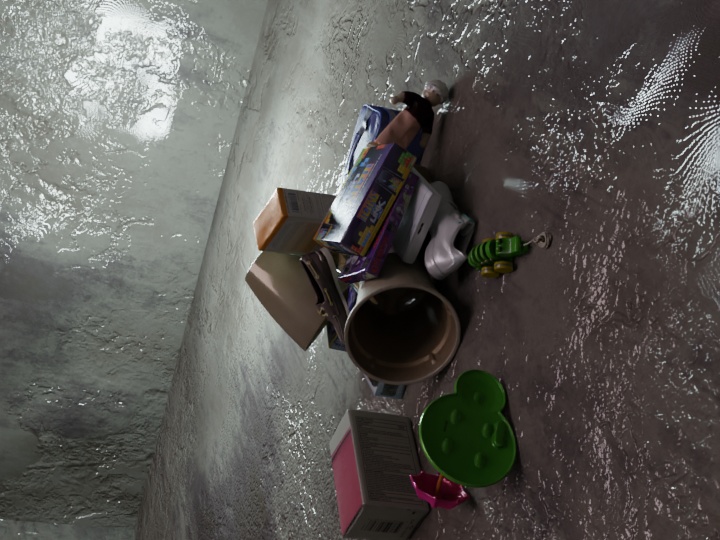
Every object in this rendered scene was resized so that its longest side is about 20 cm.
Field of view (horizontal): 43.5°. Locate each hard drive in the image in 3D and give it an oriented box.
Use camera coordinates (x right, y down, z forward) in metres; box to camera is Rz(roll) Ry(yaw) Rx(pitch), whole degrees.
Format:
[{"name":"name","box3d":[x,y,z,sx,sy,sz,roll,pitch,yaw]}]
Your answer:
[{"name":"hard drive","box3d":[0.080,-0.114,1.642,0.133,0.026,0.200,-68,24,19]}]

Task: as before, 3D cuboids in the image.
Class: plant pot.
[{"name":"plant pot","box3d":[0.068,0.067,1.600,0.184,0.198,0.202,-94,23,-62]},{"name":"plant pot","box3d":[-0.147,0.042,1.964,0.188,0.199,0.187,-55,-3,-4]}]

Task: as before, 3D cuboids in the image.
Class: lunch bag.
[{"name":"lunch bag","box3d":[0.038,-0.236,1.866,0.136,0.131,0.202,-132,56,-64]}]

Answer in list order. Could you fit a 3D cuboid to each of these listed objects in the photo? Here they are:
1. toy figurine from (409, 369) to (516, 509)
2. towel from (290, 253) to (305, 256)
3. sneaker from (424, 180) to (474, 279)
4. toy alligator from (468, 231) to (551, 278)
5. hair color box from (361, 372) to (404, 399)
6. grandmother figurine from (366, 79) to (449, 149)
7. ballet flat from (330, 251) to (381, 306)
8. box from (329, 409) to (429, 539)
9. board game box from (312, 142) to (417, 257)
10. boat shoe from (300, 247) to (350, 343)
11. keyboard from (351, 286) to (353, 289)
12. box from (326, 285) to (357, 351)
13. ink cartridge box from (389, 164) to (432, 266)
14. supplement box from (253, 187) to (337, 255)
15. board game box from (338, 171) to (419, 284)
[{"name":"toy figurine","box3d":[0.142,0.280,1.389,0.185,0.149,0.201,112,180,-49]},{"name":"towel","box3d":[-0.077,-0.025,1.964,0.024,0.198,0.152,-71,22,5]},{"name":"sneaker","box3d":[0.162,-0.082,1.584,0.088,0.075,0.202,-30,46,37]},{"name":"toy alligator","box3d":[0.219,-0.032,1.409,0.200,0.054,0.060,151,126,-64]},{"name":"hair color box","box3d":[0.039,0.156,1.772,0.200,0.060,0.100,-125,49,-61]},{"name":"grandmother figurine","box3d":[0.097,-0.293,1.735,0.200,0.122,0.060,-48,40,-12]},{"name":"ballet flat","box3d":[0.000,0.000,1.779,0.200,0.070,0.071,45,123,48]},{"name":"box","box3d":[0.029,0.364,1.604,0.201,0.127,0.109,-101,30,-46]},{"name":"board game box","box3d":[0.005,-0.127,1.620,0.201,0.056,0.165,-62,18,-7]},{"name":"boat shoe","box3d":[-0.065,0.057,1.816,0.072,0.059,0.202,7,115,70]},{"name":"keyboard","box3d":[-0.015,-0.062,1.880,0.056,0.011,0.202,131,137,-54]},{"name":"box","box3d":[-0.008,0.088,1.920,0.201,0.064,0.071,123,150,-43]},{"name":"ink cartridge box","box3d":[0.086,-0.087,1.750,0.201,0.074,0.166,-104,34,-46]},{"name":"supplement box","box3d":[-0.101,-0.094,1.830,0.126,0.198,0.074,-48,47,44]},{"name":"board game box","box3d":[0.032,-0.074,1.599,0.120,0.032,0.202,-11,51,60]}]
